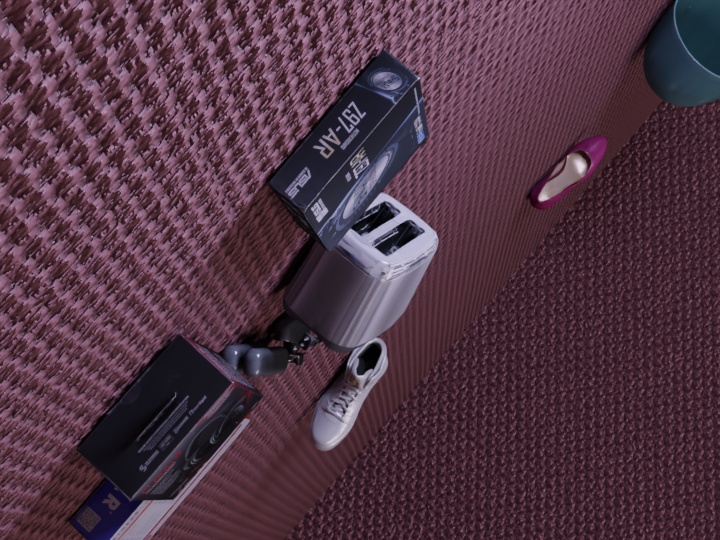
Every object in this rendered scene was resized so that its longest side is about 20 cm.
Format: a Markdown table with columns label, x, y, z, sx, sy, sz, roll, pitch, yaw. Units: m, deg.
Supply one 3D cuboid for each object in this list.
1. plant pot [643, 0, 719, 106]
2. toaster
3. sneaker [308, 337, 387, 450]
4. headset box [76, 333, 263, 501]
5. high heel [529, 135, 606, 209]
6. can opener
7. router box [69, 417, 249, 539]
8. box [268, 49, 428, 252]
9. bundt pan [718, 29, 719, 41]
| label | x | y | z | sx | sy | sz | roll | pitch | yaw |
| --- | --- | --- | --- | --- | --- | --- | --- | --- | --- |
| plant pot | 0.614 | -0.394 | 2.448 | 0.200 | 0.201 | 0.161 | -43 | 178 | -32 |
| toaster | 0.000 | 0.000 | 1.483 | 0.200 | 0.113 | 0.130 | -31 | 155 | -54 |
| sneaker | -0.023 | 0.197 | 2.196 | 0.201 | 0.073 | 0.116 | -57 | 170 | -16 |
| headset box | -0.185 | 0.149 | 1.322 | 0.149 | 0.077 | 0.200 | -49 | 171 | -4 |
| high heel | 0.414 | -0.192 | 2.625 | 0.200 | 0.067 | 0.096 | -47 | 180 | 2 |
| can opener | -0.109 | 0.090 | 1.539 | 0.200 | 0.052 | 0.067 | -13 | 108 | -76 |
| router box | -0.220 | 0.223 | 1.506 | 0.200 | 0.049 | 0.180 | -49 | 169 | -4 |
| box | -0.006 | -0.107 | 1.262 | 0.160 | 0.043 | 0.200 | -50 | 170 | -4 |
| bundt pan | 0.711 | -0.503 | 2.533 | 0.075 | 0.203 | 0.202 | 12 | 128 | -31 |
